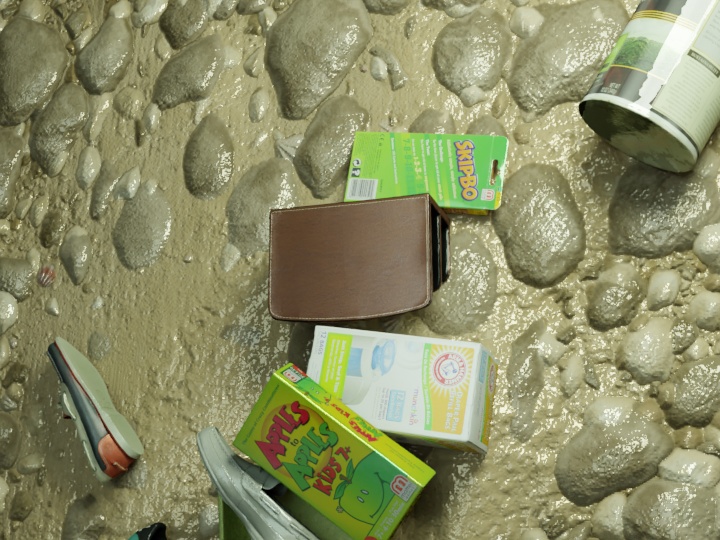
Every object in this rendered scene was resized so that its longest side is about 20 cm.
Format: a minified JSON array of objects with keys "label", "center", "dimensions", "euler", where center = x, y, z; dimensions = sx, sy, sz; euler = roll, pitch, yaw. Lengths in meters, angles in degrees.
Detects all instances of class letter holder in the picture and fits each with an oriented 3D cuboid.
[{"label":"letter holder","center":[0.000,0.000,1.330],"dimensions":[0.199,0.101,0.143],"euler":[-5,73,17]}]

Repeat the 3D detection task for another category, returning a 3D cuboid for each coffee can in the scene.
[{"label":"coffee can","center":[0.356,-0.233,1.255],"dimensions":[0.146,0.146,0.201],"euler":[28,84,24]}]

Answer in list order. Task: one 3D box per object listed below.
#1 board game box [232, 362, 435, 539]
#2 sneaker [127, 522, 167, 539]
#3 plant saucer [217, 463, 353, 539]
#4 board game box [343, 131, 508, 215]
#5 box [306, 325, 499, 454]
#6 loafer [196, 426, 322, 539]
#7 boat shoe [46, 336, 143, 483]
[{"label":"board game box","center":[-0.030,0.202,1.210],"dimensions":[0.199,0.048,0.102],"euler":[35,110,12]},{"label":"sneaker","center":[-0.213,0.380,1.295],"dimensions":[0.080,0.071,0.200],"euler":[-44,63,6]},{"label":"plant saucer","center":[-0.061,0.317,1.276],"dimensions":[0.198,0.048,0.201],"euler":[-10,70,16]},{"label":"board game box","center":[0.082,-0.120,1.379],"dimensions":[0.199,0.030,0.096],"euler":[4,75,23]},{"label":"box","center":[0.047,0.135,1.268],"dimensions":[0.199,0.101,0.113],"euler":[6,76,20]},{"label":"loafer","center":[-0.112,0.251,1.255],"dimensions":[0.070,0.070,0.200],"euler":[-38,73,-2]},{"label":"boat shoe","center":[-0.347,0.172,1.412],"dimensions":[0.062,0.071,0.200],"euler":[-40,69,6]}]
